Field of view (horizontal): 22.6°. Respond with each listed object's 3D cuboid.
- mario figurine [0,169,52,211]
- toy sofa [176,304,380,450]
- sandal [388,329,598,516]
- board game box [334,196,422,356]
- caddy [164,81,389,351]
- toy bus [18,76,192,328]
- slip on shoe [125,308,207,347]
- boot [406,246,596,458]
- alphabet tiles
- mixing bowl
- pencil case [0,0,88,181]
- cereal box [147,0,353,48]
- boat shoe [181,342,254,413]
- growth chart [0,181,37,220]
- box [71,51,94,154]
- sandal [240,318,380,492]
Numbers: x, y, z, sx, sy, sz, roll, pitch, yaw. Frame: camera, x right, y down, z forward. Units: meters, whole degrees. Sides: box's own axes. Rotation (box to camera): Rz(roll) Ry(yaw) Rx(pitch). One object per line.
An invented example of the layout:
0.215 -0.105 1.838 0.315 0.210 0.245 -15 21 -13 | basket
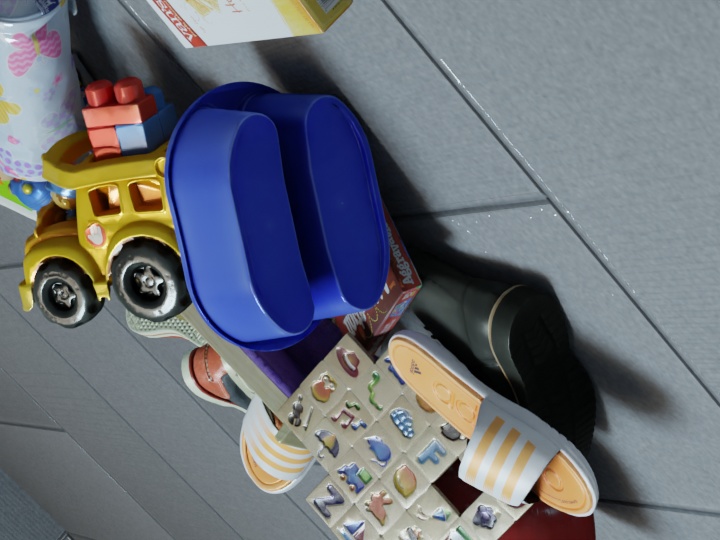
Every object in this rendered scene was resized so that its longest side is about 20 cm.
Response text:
-0.308 -0.076 1.623 0.123 0.106 0.200 -30 121 31 | mario figurine
-0.080 0.057 1.549 0.200 0.098 0.083 44 -170 29 | toy sofa
0.085 0.127 1.340 0.206 0.059 0.079 37 148 25 | sandal
0.000 0.000 1.429 0.103 0.019 0.200 64 163 13 | board game box
-0.065 -0.040 1.313 0.105 0.141 0.201 -1 104 52 | caddy
-0.196 -0.064 1.469 0.199 0.136 0.193 -6 112 27 | toy bus
-0.154 0.043 1.787 0.061 0.074 0.200 7 176 -42 | slip on shoe
0.104 0.072 1.399 0.138 0.077 0.200 27 142 42 | boot
0.026 0.154 1.429 0.200 0.008 0.167 48 117 13 | alphabet tiles
0.115 0.195 1.490 0.200 0.200 0.109 32 126 22 | mixing bowl
-0.270 -0.165 1.476 0.083 0.091 0.200 29 144 21 | pencil case
-0.106 -0.218 1.210 0.144 0.040 0.200 51 157 -24 | cereal box
-0.086 0.104 1.719 0.062 0.071 0.200 -21 154 30 | boat shoe
-0.416 -0.128 1.947 0.144 0.018 0.200 18 150 44 | growth chart
-0.294 -0.151 1.662 0.200 0.040 0.137 16 147 47 | box
-0.060 0.121 1.606 0.079 0.059 0.207 42 121 15 | sandal
